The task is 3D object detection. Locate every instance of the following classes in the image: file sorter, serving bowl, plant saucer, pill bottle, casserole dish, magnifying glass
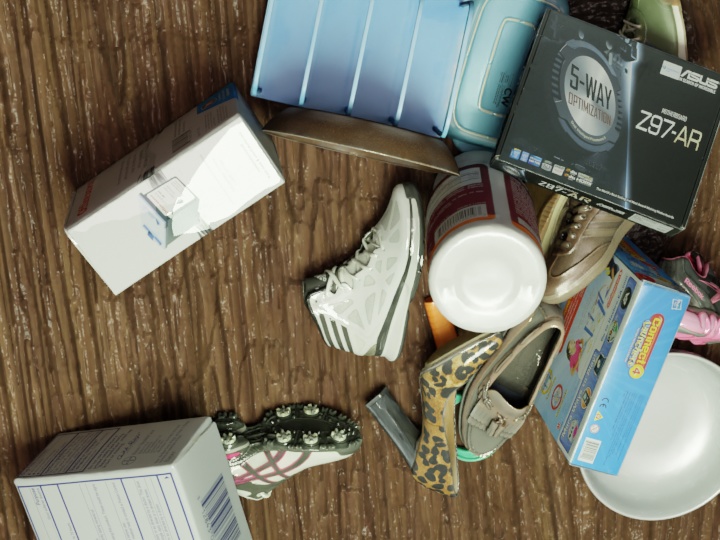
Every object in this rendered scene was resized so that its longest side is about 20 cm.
[{"bbox_3d":[0.000,-0.214,1.261,0.197,0.123,0.141,12,99,-3],"label":"file sorter"},{"bbox_3d":[0.331,0.176,1.477,0.197,0.066,0.203,-2,107,-6],"label":"serving bowl"},{"bbox_3d":[0.003,-0.127,1.273,0.197,0.200,0.033,11,93,-10],"label":"plant saucer"},{"bbox_3d":[0.120,-0.036,1.304,0.112,0.201,0.116,1,118,2],"label":"pill bottle"},{"bbox_3d":[0.146,-0.210,1.345,0.120,0.039,0.202,13,107,-10],"label":"casserole dish"},{"bbox_3d":[0.108,0.121,1.455,0.079,0.022,0.202,-17,108,-1],"label":"magnifying glass"}]

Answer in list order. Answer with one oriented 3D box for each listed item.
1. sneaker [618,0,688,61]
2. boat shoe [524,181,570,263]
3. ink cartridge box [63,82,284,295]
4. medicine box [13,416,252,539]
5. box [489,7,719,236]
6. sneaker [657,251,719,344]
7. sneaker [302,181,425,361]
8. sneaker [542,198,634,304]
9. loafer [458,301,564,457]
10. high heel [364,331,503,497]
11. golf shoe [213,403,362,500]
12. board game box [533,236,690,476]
[{"bbox_3d":[0.283,-0.204,1.346,0.089,0.067,0.203,-15,112,-8],"label":"sneaker"},{"bbox_3d":[0.215,-0.070,1.389,0.071,0.072,0.202,11,103,-32],"label":"boat shoe"},{"bbox_3d":[-0.181,-0.084,1.287,0.199,0.147,0.086,-35,111,5],"label":"ink cartridge box"},{"bbox_3d":[-0.233,0.265,1.382,0.197,0.103,0.184,-8,111,22],"label":"medicine box"},{"bbox_3d":[0.244,-0.144,1.286,0.198,0.044,0.162,21,83,0],"label":"box"},{"bbox_3d":[0.368,0.029,1.401,0.078,0.199,0.097,-8,77,36],"label":"sneaker"},{"bbox_3d":[0.000,0.000,1.368,0.114,0.076,0.203,6,115,-10],"label":"sneaker"},{"bbox_3d":[0.235,-0.059,1.336,0.076,0.070,0.200,45,83,-18],"label":"sneaker"},{"bbox_3d":[0.162,0.121,1.412,0.071,0.063,0.202,18,111,-15],"label":"loafer"},{"bbox_3d":[0.112,0.153,1.404,0.199,0.071,0.143,-37,91,36],"label":"high heel"},{"bbox_3d":[-0.094,0.200,1.436,0.197,0.077,0.089,-4,119,2],"label":"golf shoe"},{"bbox_3d":[0.249,0.077,1.366,0.055,0.196,0.202,16,106,-12],"label":"board game box"}]
